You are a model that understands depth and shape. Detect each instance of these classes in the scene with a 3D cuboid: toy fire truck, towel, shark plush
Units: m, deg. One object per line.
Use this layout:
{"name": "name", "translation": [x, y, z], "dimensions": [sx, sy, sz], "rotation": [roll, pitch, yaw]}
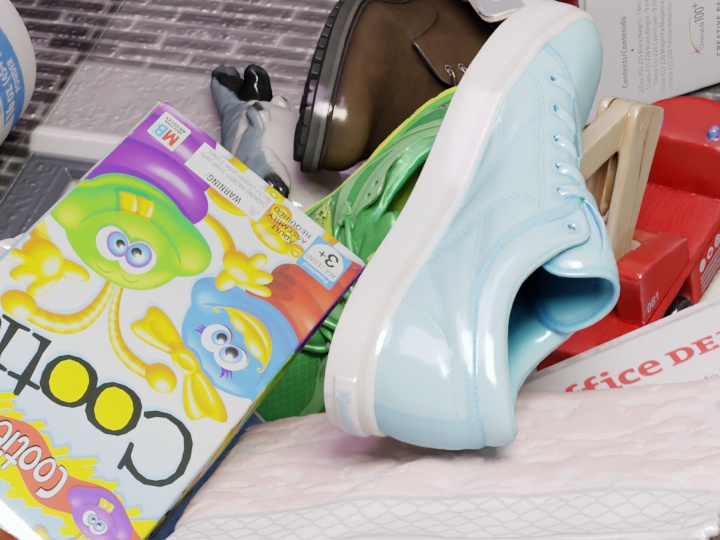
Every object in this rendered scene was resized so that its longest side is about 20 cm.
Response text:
{"name": "toy fire truck", "translation": [0.106, -0.022, 1.035], "dimensions": [0.049, 0.141, 0.200], "rotation": [16, 51, 27]}
{"name": "towel", "translation": [0.036, 0.077, 0.851], "dimensions": [0.200, 0.032, 0.191], "rotation": [-5, 11, 13]}
{"name": "shark plush", "translation": [-0.059, -0.041, 1.153], "dimensions": [0.083, 0.091, 0.200], "rotation": [-39, 47, 18]}

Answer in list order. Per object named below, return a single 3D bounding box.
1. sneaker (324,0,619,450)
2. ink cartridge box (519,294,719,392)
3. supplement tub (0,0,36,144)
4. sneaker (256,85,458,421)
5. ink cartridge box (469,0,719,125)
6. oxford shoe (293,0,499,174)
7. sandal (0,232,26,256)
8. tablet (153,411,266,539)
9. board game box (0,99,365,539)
{"name": "sneaker", "translation": [0.062, -0.013, 0.894], "dimensions": [0.082, 0.074, 0.200], "rotation": [15, 59, 20]}
{"name": "ink cartridge box", "translation": [0.152, 0.107, 0.934], "dimensions": [0.146, 0.085, 0.200], "rotation": [-22, 42, -10]}
{"name": "supplement tub", "translation": [-0.251, -0.056, 1.163], "dimensions": [0.132, 0.132, 0.200], "rotation": [10, 48, 22]}
{"name": "sneaker", "translation": [0.000, 0.000, 1.039], "dimensions": [0.200, 0.074, 0.084], "rotation": [-49, 10, 2]}
{"name": "ink cartridge box", "translation": [0.106, -0.170, 1.224], "dimensions": [0.176, 0.084, 0.200], "rotation": [-18, 43, -11]}
{"name": "oxford shoe", "translation": [0.026, -0.088, 1.137], "dimensions": [0.084, 0.073, 0.200], "rotation": [20, 27, 13]}
{"name": "sandal", "translation": [-0.127, 0.021, 1.035], "dimensions": [0.082, 0.050, 0.203], "rotation": [43, 39, 10]}
{"name": "tablet", "translation": [-0.072, 0.094, 0.959], "dimensions": [0.200, 0.014, 0.130], "rotation": [48, 44, 9]}
{"name": "board game box", "translation": [-0.102, 0.048, 0.892], "dimensions": [0.103, 0.105, 0.200], "rotation": [39, 44, 0]}
